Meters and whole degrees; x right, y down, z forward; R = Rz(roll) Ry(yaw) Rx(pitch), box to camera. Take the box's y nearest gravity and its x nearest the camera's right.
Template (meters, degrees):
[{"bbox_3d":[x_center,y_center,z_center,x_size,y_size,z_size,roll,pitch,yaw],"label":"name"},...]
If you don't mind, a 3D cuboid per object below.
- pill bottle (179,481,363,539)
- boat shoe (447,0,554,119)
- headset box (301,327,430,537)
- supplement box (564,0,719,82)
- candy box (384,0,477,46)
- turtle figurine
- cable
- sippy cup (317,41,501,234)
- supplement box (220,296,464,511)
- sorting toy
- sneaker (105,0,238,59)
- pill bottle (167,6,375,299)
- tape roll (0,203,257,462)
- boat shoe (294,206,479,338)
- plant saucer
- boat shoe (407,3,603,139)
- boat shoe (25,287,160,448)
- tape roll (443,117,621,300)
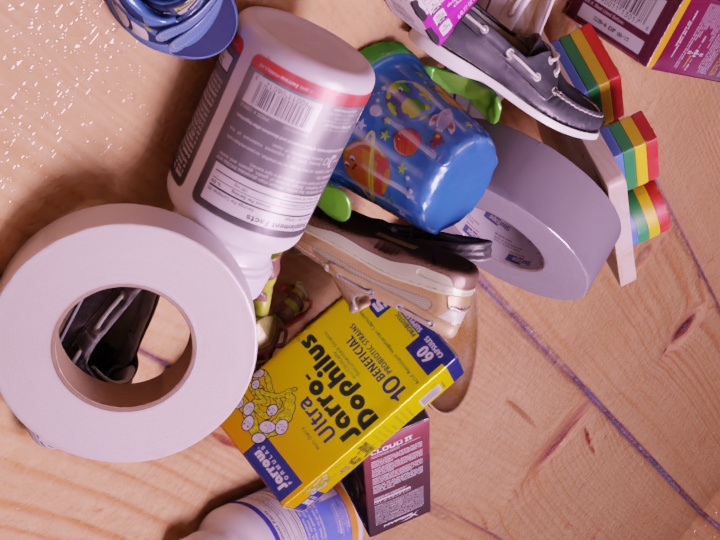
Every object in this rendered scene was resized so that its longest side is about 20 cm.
[{"bbox_3d":[-0.099,0.285,1.556,0.199,0.112,0.113,-18,138,-47],"label":"pill bottle"},{"bbox_3d":[0.134,-0.200,1.379,0.071,0.070,0.202,-17,136,-47],"label":"boat shoe"},{"bbox_3d":[0.007,0.145,1.499,0.076,0.150,0.201,-22,145,-12],"label":"headset box"},{"bbox_3d":[0.309,-0.260,1.530,0.199,0.110,0.086,-3,127,-55],"label":"supplement box"},{"bbox_3d":[0.058,-0.283,1.176,0.137,0.061,0.200,-50,152,-2],"label":"candy box"},{"bbox_3d":[-0.106,0.058,1.329,0.199,0.064,0.162,-36,149,-27],"label":"turtle figurine"},{"bbox_3d":[0.034,-0.017,1.340,0.097,0.198,0.051,0,100,-60],"label":"cable"},{"bbox_3d":[0.042,-0.105,1.289,0.178,0.130,0.140,-52,153,0],"label":"sippy cup"},{"bbox_3d":[-0.018,0.107,1.345,0.200,0.109,0.110,-41,167,-1],"label":"supplement box"},{"bbox_3d":[0.236,-0.121,1.476,0.069,0.201,0.199,-24,150,0],"label":"sorting toy"},{"bbox_3d":[-0.127,-0.184,0.995,0.074,0.082,0.200,-53,154,1],"label":"sneaker"},{"bbox_3d":[-0.079,-0.086,1.146,0.115,0.116,0.201,-5,128,-54],"label":"pill bottle"},{"bbox_3d":[-0.175,0.049,1.118,0.200,0.037,0.205,-4,117,-8],"label":"tape roll"},{"bbox_3d":[0.000,0.000,1.269,0.071,0.198,0.077,-16,127,-58],"label":"boat shoe"},{"bbox_3d":[0.070,0.045,1.524,0.200,0.035,0.203,-3,90,-66],"label":"plant saucer"},{"bbox_3d":[0.138,-0.180,1.313,0.198,0.076,0.061,25,111,-23],"label":"boat shoe"},{"bbox_3d":[-0.210,0.069,1.177,0.072,0.071,0.202,-16,136,-48],"label":"boat shoe"},{"bbox_3d":[0.142,-0.056,1.413,0.067,0.199,0.201,-57,154,-15],"label":"tape roll"}]
